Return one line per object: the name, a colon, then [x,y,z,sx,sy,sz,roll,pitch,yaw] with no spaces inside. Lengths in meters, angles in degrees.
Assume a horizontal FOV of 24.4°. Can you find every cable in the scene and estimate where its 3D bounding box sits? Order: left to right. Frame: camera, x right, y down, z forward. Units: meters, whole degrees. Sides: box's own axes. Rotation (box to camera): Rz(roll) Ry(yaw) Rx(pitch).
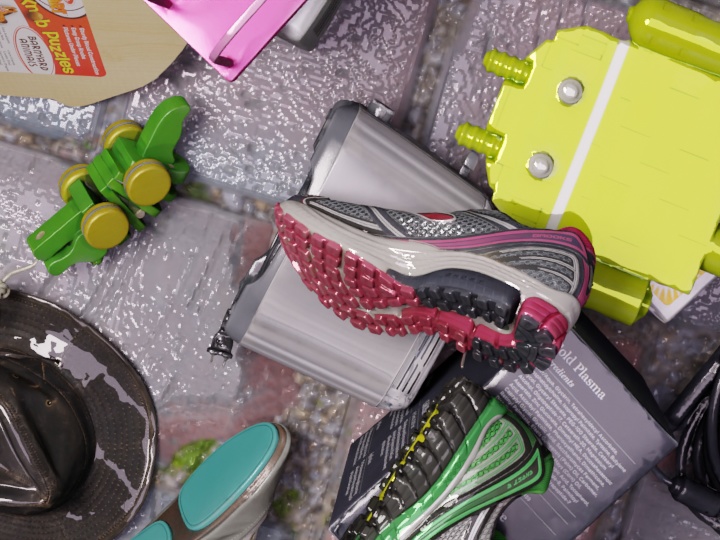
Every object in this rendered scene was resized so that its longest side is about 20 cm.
cable: [0.297,0.098,1.091,0.163,0.051,0.200,38,98,-4]

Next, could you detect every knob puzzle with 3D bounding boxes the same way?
knob puzzle: [-0.194,-0.168,1.019,0.218,0.220,0.031,7,61,1]

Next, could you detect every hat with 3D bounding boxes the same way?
hat: [-0.235,0.113,1.099,0.199,0.081,0.202,0,98,1]

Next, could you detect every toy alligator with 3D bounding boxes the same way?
toy alligator: [-0.172,-0.031,1.091,0.200,0.059,0.054,-45,135,8]

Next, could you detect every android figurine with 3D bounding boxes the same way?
android figurine: [0.155,-0.066,0.968,0.199,0.041,0.183,23,98,3]

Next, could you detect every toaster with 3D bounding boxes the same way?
toaster: [0.000,0.000,1.057,0.129,0.114,0.201,27,97,-4]

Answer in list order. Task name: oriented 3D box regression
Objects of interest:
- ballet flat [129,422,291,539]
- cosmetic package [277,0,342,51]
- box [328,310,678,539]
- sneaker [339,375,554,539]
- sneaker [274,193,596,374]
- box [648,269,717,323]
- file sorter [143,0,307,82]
ballet flat: [-0.109,0.181,1.122,0.200,0.067,0.064,-42,122,8]
cosmetic package: [-0.074,-0.253,0.992,0.199,0.165,0.166,32,95,-3]
box: [0.085,0.108,1.025,0.182,0.200,0.104,-44,93,8]
sneaker: [0.032,0.161,0.896,0.085,0.078,0.201,33,98,-3]
sneaker: [0.038,-0.004,0.941,0.199,0.081,0.075,19,58,29]
box: [0.223,-0.077,1.035,0.200,0.113,0.101,-44,92,8]
file sorter: [-0.097,-0.217,0.850,0.200,0.125,0.139,43,94,-3]
